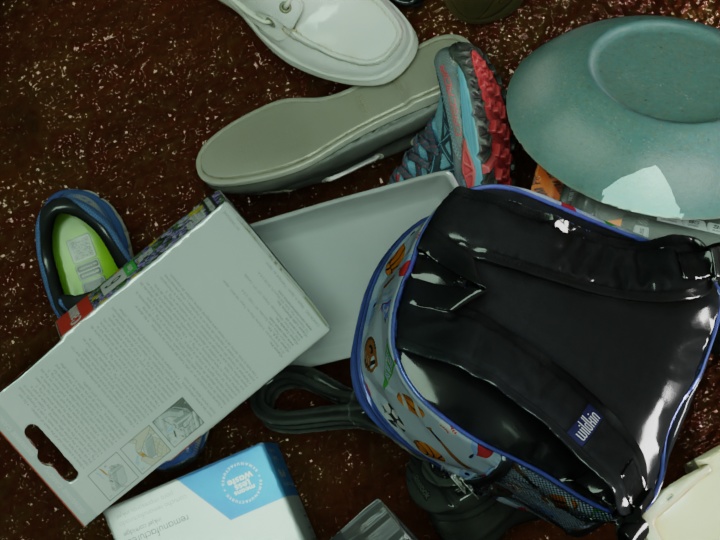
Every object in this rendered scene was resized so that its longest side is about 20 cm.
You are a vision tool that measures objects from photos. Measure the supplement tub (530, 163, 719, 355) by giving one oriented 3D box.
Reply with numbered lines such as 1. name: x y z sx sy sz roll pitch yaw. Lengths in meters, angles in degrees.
1. supplement tub: 0.203 -0.013 1.691 0.200 0.123 0.123 12 87 8

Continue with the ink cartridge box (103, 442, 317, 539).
1. ink cartridge box: -0.071 0.224 1.727 0.116 0.068 0.200 -24 84 4

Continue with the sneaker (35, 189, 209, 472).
1. sneaker: -0.163 0.040 1.742 0.079 0.089 0.200 -28 85 4

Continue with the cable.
1. cable: 0.019 0.092 1.695 0.200 0.050 0.097 -14 53 32

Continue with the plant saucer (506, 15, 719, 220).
1. plant saucer: 0.192 -0.109 1.676 0.201 0.039 0.201 4 41 -4

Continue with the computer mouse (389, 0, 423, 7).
1. computer mouse: 0.036 -0.282 1.773 0.110 0.044 0.200 30 95 12

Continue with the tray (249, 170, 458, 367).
1. tray: 0.000 0.000 1.708 0.200 0.022 0.107 -15 110 34

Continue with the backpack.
1. backpack: 0.093 0.044 1.570 0.190 0.154 0.200 31 62 -17

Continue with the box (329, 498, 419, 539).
1. box: 0.016 0.259 1.667 0.158 0.050 0.200 -42 122 1

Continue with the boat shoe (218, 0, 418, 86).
1. boat shoe: -0.053 -0.188 1.738 0.200 0.069 0.071 32 77 20

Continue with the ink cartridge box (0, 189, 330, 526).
1. ink cartridge box: -0.130 0.055 1.687 0.200 0.050 0.109 -39 106 -1

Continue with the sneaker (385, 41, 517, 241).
1. sneaker: 0.048 -0.047 1.703 0.095 0.079 0.200 2 113 13

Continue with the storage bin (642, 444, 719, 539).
1. storage bin: 0.245 0.204 1.628 0.094 0.200 0.199 -29 83 2

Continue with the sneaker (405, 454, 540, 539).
1. sneaker: 0.115 0.105 1.718 0.200 0.091 0.076 -36 44 -16

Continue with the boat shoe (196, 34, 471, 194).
1. boat shoe: -0.007 -0.088 1.752 0.200 0.057 0.067 -23 49 8

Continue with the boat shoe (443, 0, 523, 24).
1. boat shoe: 0.071 -0.248 1.712 0.073 0.200 0.065 -11 44 -4
